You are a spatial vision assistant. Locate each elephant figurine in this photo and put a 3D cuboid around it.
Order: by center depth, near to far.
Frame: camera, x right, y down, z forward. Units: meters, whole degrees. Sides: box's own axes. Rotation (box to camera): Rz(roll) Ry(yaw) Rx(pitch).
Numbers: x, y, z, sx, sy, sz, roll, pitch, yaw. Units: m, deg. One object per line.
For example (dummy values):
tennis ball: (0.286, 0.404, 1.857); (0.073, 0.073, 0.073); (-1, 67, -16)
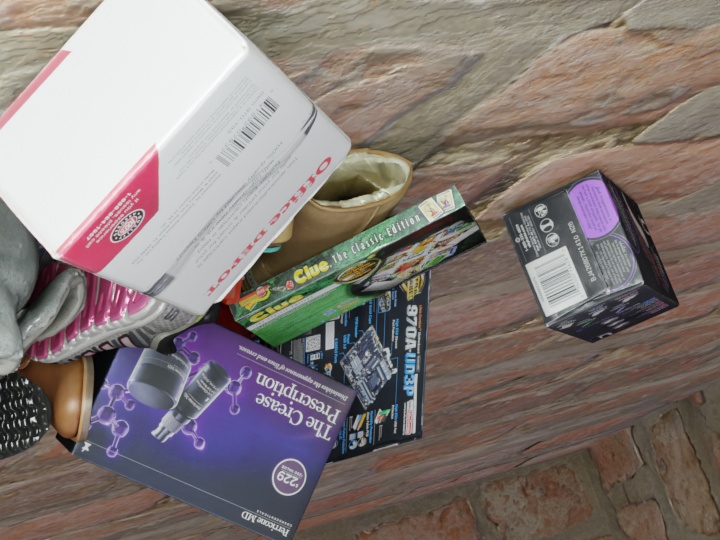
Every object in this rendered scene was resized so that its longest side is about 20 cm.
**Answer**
elephant figurine: (-0.243, 0.023, 0.952); (0.154, 0.143, 0.200); (-22, 164, -2)

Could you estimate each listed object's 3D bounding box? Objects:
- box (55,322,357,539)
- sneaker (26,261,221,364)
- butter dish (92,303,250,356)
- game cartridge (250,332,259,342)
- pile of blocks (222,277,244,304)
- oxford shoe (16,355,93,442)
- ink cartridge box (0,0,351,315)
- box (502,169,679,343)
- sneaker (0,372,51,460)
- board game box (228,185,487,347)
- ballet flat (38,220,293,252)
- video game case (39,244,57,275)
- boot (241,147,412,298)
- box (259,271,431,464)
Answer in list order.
box: (-0.123, 0.116, 1.248); (0.199, 0.142, 0.079); (26, 177, -21)
sneaker: (-0.167, 0.029, 1.088); (0.087, 0.075, 0.199); (16, 157, -37)
butter dish: (-0.173, 0.108, 1.365); (0.198, 0.149, 0.199); (-23, 165, 12)
game cartridge: (-0.101, 0.066, 1.542); (0.199, 0.039, 0.129); (-28, 168, 29)
pile of blocks: (-0.092, -0.015, 1.127); (0.081, 0.063, 0.200); (-18, 166, -7)
oxford shoe: (-0.248, 0.081, 1.177); (0.071, 0.072, 0.200); (5, -169, -27)
ink cartridge box: (-0.102, -0.066, 0.862); (0.145, 0.083, 0.200); (-47, 162, 3)
box: (0.231, -0.009, 1.528); (0.105, 0.123, 0.200); (-24, 164, 17)
sneaker: (-0.318, 0.111, 1.074); (0.198, 0.071, 0.090); (-11, 178, -28)
board game box: (0.000, 0.000, 1.223); (0.198, 0.024, 0.105); (-26, 163, 6)
ballet flat: (-0.141, -0.050, 0.998); (0.197, 0.064, 0.069); (2, -164, 1)
video game case: (-0.156, -0.031, 1.146); (0.198, 0.019, 0.143); (-14, 165, -26)
boot: (-0.002, -0.034, 1.250); (0.174, 0.067, 0.200); (-19, 163, -29)
box: (-0.015, 0.077, 1.414); (0.158, 0.202, 0.046); (-13, -152, -28)
